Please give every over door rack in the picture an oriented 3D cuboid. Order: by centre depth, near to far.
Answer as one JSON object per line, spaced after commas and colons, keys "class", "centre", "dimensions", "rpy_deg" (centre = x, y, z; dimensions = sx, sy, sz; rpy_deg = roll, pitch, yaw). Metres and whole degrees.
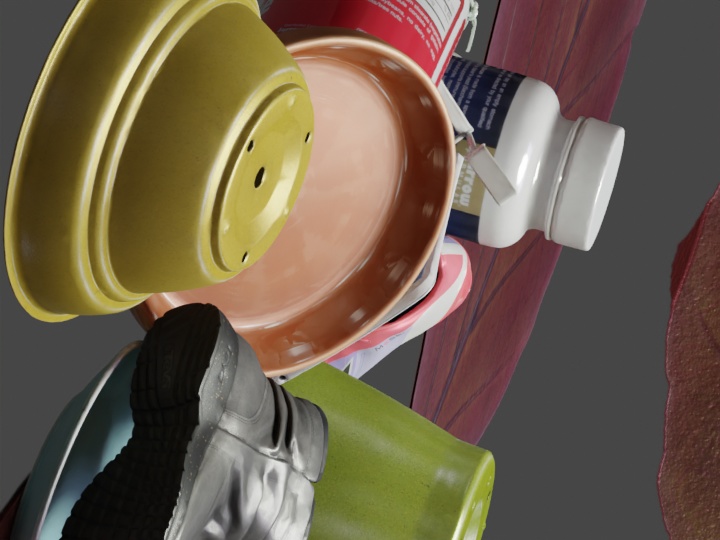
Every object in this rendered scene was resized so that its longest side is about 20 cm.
{"class": "over door rack", "centre": [0.005, -0.048, 1.683], "dimensions": [0.148, 0.067, 0.200], "rpy_deg": [-37, -164, 4]}

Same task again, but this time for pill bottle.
{"class": "pill bottle", "centre": [-0.003, -0.133, 1.640], "dimensions": [0.112, 0.112, 0.200], "rpy_deg": [95, 15, -50]}
{"class": "pill bottle", "centre": [0.061, -0.079, 1.832], "dimensions": [0.111, 0.199, 0.111], "rpy_deg": [16, 90, -80]}

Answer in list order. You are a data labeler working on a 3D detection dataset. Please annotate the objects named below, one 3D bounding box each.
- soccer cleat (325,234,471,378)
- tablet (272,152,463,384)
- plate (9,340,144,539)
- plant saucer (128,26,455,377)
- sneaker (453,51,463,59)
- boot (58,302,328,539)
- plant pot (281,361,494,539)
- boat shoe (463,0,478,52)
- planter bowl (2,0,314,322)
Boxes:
{"class": "soccer cleat", "centre": [-0.015, 0.045, 1.828], "dimensions": [0.200, 0.067, 0.076], "rpy_deg": [-37, 162, 4]}
{"class": "tablet", "centre": [0.000, 0.000, 1.704], "dimensions": [0.130, 0.014, 0.200], "rpy_deg": [-31, -164, 19]}
{"class": "plate", "centre": [-0.151, 0.130, 1.499], "dimensions": [0.200, 0.025, 0.201], "rpy_deg": [17, 90, -81]}
{"class": "plant saucer", "centre": [-0.041, -0.037, 1.514], "dimensions": [0.200, 0.032, 0.201], "rpy_deg": [-19, 128, -26]}
{"class": "sneaker", "centre": [0.019, -0.058, 1.935], "dimensions": [0.200, 0.083, 0.081], "rpy_deg": [-60, 166, -2]}
{"class": "boot", "centre": [-0.076, 0.129, 1.474], "dimensions": [0.132, 0.070, 0.201], "rpy_deg": [48, 55, -42]}
{"class": "plant pot", "centre": [-0.027, 0.145, 1.724], "dimensions": [0.200, 0.192, 0.201], "rpy_deg": [17, 90, -80]}
{"class": "boat shoe", "centre": [0.058, -0.203, 2.018], "dimensions": [0.075, 0.062, 0.201], "rpy_deg": [81, 27, -72]}
{"class": "planter bowl", "centre": [-0.077, -0.055, 1.334], "dimensions": [0.201, 0.083, 0.201], "rpy_deg": [-53, 157, -36]}
